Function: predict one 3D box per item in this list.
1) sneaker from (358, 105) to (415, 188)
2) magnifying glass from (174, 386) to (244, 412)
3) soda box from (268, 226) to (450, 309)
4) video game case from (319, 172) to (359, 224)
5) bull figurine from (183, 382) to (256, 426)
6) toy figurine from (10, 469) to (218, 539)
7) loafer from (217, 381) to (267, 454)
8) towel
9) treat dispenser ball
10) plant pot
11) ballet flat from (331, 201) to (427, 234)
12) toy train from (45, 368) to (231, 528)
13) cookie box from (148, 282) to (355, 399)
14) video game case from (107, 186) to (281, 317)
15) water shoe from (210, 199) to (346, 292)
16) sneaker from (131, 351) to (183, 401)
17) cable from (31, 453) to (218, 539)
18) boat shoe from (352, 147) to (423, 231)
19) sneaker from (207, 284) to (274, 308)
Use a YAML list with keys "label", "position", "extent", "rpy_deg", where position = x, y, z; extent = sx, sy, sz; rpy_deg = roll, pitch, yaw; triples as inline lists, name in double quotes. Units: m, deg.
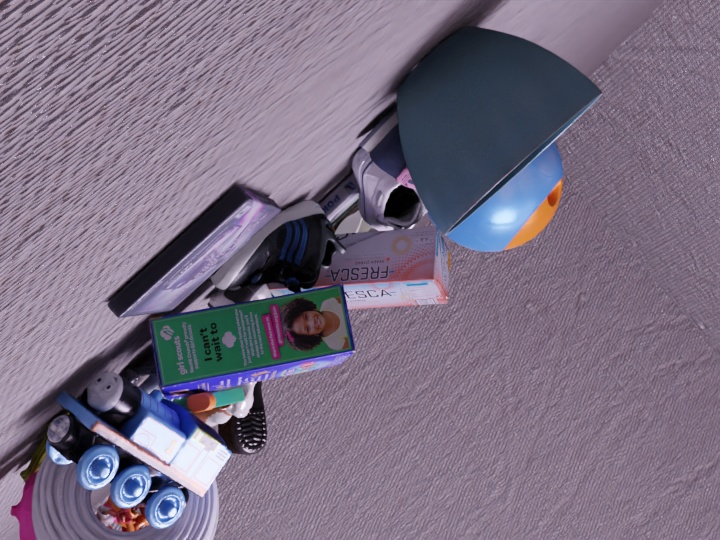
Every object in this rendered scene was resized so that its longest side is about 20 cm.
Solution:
- label: "sneaker"
  position: [0.082, -0.150, 1.447]
  extent: [0.200, 0.082, 0.070]
  rpy_deg: [-40, 177, -38]
- label: "magnifying glass"
  position: [-0.169, 0.142, 1.506]
  extent: [0.079, 0.023, 0.200]
  rpy_deg: [-11, 178, -3]
- label: "soda box"
  position: [0.000, 0.000, 1.555]
  extent: [0.198, 0.069, 0.064]
  rpy_deg: [-4, 152, 18]
- label: "video game case"
  position: [-0.023, -0.081, 1.695]
  extent: [0.182, 0.022, 0.200]
  rpy_deg: [-42, 177, 10]
- label: "bull figurine"
  position: [-0.199, 0.152, 1.707]
  extent: [0.065, 0.123, 0.200]
  rpy_deg: [-2, 154, -37]
- label: "toy figurine"
  position: [-0.289, 0.262, 1.535]
  extent: [0.183, 0.200, 0.151]
  rpy_deg: [-31, 147, -34]
- label: "loafer"
  position: [-0.168, 0.143, 1.774]
  extent: [0.073, 0.202, 0.071]
  rpy_deg: [20, 147, -41]
- label: "towel"
  position: [-0.331, 0.179, 1.534]
  extent: [0.086, 0.018, 0.200]
  rpy_deg: [-46, 179, -32]
- label: "treat dispenser ball"
  position: [0.178, -0.127, 1.887]
  extent: [0.201, 0.201, 0.201]
  rpy_deg: [-41, 177, -2]
- label: "plant pot"
  position: [0.111, -0.150, 1.311]
  extent: [0.200, 0.135, 0.200]
  rpy_deg: [-42, 177, -3]
- label: "ballet flat"
  position: [0.027, -0.072, 1.664]
  extent: [0.200, 0.072, 0.072]
  rpy_deg: [-43, 177, 4]
- label: "toy train"
  position: [-0.221, 0.172, 1.361]
  extent: [0.115, 0.086, 0.200]
  rpy_deg: [-56, 136, -9]
- label: "cookie box"
  position: [-0.115, 0.076, 1.437]
  extent: [0.198, 0.076, 0.171]
  rpy_deg: [-11, 173, -8]
- label: "video game case"
  position: [-0.138, -0.015, 1.193]
  extent: [0.143, 0.019, 0.200]
  rpy_deg: [-42, 176, 3]
- label: "water shoe"
  position: [-0.075, -0.014, 1.409]
  extent: [0.071, 0.079, 0.200]
  rpy_deg: [-43, 177, 34]
- label: "sneaker"
  position: [-0.232, 0.146, 1.623]
  extent: [0.077, 0.086, 0.200]
  rpy_deg: [-40, 176, -21]
- label: "cable"
  position: [-0.245, 0.243, 1.457]
  extent: [0.200, 0.199, 0.069]
  rpy_deg: [-49, 175, -28]
- label: "boat shoe"
  position: [0.036, -0.074, 1.544]
  extent: [0.073, 0.067, 0.200]
  rpy_deg: [-36, 157, 1]
- label: "sneaker"
  position: [-0.118, 0.033, 1.641]
  extent: [0.079, 0.074, 0.200]
  rpy_deg: [-46, 177, 4]
